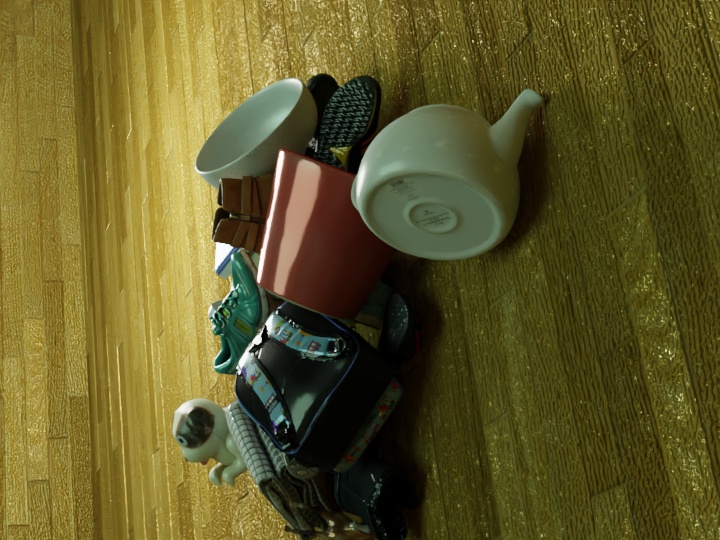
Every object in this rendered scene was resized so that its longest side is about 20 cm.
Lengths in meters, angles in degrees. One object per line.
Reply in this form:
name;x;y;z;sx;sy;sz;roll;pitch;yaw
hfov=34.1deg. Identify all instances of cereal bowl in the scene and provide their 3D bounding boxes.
cereal bowl;-0.138;-0.181;1.697;0.199;0.083;0.201;-32;27;18

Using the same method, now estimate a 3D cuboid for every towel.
towel;-0.112;0.293;1.761;0.166;0.085;0.201;54;176;45

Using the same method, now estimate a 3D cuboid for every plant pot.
plant pot;-0.042;-0.043;1.529;0.200;0.198;0.179;31;102;63

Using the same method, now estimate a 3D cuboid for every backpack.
backpack;-0.066;0.144;1.541;0.200;0.134;0.184;34;91;49

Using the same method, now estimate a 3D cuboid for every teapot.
teapot;0.089;-0.116;1.323;0.198;0.197;0.148;97;-176;-57

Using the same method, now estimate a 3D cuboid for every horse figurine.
horse figurine;-0.049;0.390;1.682;0.201;0.131;0.050;107;173;-48

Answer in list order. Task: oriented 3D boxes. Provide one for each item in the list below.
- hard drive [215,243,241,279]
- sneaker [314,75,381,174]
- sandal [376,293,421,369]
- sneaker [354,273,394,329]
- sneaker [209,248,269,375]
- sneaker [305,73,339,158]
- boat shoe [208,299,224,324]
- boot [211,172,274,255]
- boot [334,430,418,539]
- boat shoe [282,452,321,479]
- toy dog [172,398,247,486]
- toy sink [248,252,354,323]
hard drive;-0.159;-0.098;1.795;0.200;0.025;0.133;-49;27;29
sneaker;-0.009;-0.189;1.646;0.070;0.090;0.202;32;123;19
sandal;0.054;0.090;1.548;0.201;0.044;0.076;105;163;-60
sneaker;0.000;0.000;1.657;0.091;0.078;0.200;-59;36;15
sneaker;-0.178;0.067;1.704;0.078;0.079;0.202;-134;42;-54
sneaker;-0.046;-0.187;1.748;0.114;0.075;0.202;-143;55;-59
boat shoe;-0.172;0.094;1.875;0.073;0.199;0.067;32;105;36
boot;-0.129;-0.036;1.628;0.077;0.153;0.203;-131;44;-62
boot;0.019;0.247;1.562;0.168;0.075;0.203;-169;79;-67
boat shoe;-0.081;0.192;1.644;0.073;0.073;0.203;87;-175;-74
toy dog;-0.209;0.261;1.930;0.139;0.198;0.197;-171;83;-65
toy sink;-0.098;0.010;1.782;0.200;0.129;0.114;-164;77;-66
